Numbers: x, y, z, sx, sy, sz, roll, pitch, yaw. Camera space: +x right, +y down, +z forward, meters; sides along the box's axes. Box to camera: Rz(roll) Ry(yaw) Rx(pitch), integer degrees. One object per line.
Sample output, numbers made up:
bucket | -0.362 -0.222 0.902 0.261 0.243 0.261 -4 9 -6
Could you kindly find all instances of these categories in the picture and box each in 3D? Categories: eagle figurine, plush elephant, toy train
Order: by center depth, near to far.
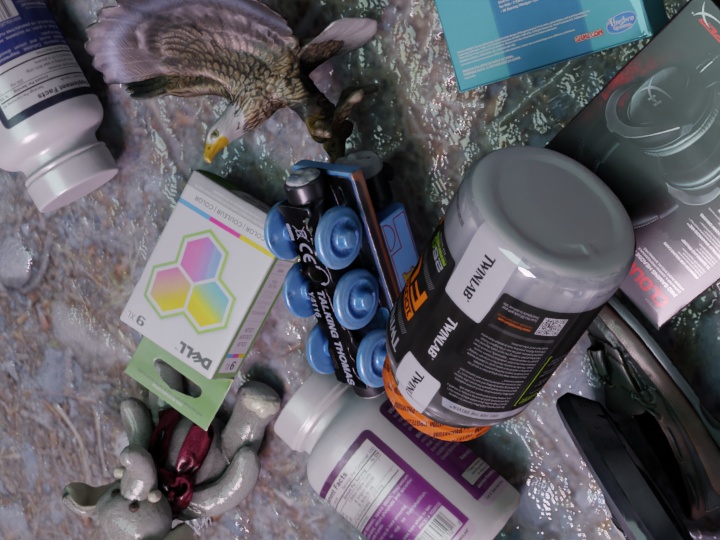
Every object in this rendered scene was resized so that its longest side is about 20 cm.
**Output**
toy train | 0.000 0.000 0.898 0.086 0.114 0.202 10 127 44
eagle figurine | -0.097 -0.152 0.900 0.199 0.151 0.153 31 131 9
plush elephant | -0.186 0.192 1.074 0.163 0.155 0.202 21 116 23

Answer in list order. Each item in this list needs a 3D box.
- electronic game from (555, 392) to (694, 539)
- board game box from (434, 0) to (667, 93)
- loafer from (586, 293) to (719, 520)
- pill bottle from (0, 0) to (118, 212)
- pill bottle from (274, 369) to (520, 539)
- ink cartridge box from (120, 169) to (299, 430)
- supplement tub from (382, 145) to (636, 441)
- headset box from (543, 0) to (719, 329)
electronic game | 0.200 0.174 0.822 0.041 0.200 0.201 -34 89 9
board game box | 0.114 -0.243 0.806 0.150 0.047 0.202 -11 101 33
loafer | 0.209 0.098 0.829 0.063 0.072 0.200 -40 101 2
pill bottle | -0.302 -0.160 1.044 0.110 0.111 0.202 -27 92 34
pill bottle | 0.027 0.167 0.967 0.200 0.112 0.113 40 123 13
ink cartridge box | -0.137 0.027 1.000 0.103 0.059 0.202 30 96 17
supplement tub | 0.092 0.023 0.793 0.122 0.122 0.201 39 135 13
headset box | 0.218 -0.071 0.789 0.149 0.077 0.200 49 123 6
